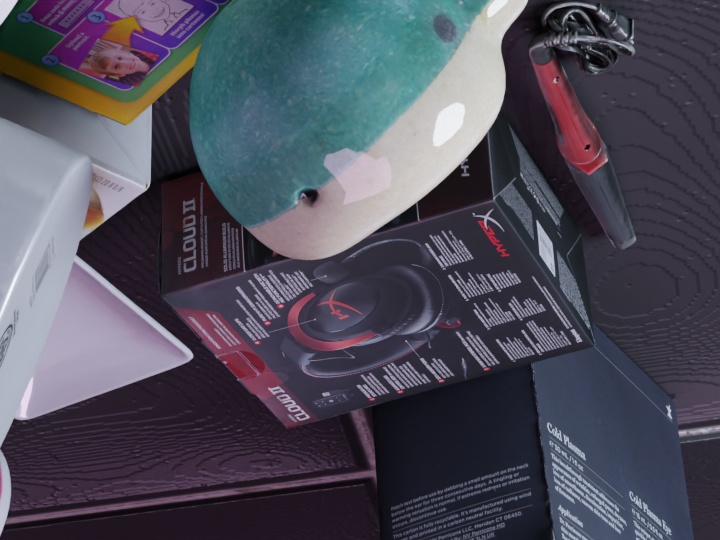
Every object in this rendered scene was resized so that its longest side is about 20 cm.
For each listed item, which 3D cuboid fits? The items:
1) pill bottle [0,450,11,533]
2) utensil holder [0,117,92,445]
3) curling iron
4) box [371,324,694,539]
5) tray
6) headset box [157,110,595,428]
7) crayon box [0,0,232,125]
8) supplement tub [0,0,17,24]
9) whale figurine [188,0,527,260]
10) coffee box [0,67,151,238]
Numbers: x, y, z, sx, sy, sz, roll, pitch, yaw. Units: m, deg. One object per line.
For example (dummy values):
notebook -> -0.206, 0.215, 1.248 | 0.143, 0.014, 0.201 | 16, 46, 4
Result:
pill bottle -> -0.298, 0.103, 1.244 | 0.113, 0.114, 0.200 | -23, 142, 27
utensil holder -> -0.226, -0.006, 0.888 | 0.199, 0.170, 0.170 | 21, 143, 0
curling iron -> 0.117, -0.064, 1.109 | 0.049, 0.026, 0.200 | -6, 146, 10
box -> 0.100, 0.125, 1.249 | 0.104, 0.183, 0.200 | -21, 142, 25
tray -> -0.174, 0.005, 1.047 | 0.107, 0.022, 0.200 | -19, 143, 22
headset box -> 0.000, 0.000, 1.150 | 0.199, 0.075, 0.149 | -17, 143, 19
crayon box -> -0.091, -0.150, 0.936 | 0.119, 0.058, 0.200 | 23, 138, -33
supplement tub -> -0.219, -0.169, 0.821 | 0.200, 0.145, 0.145 | 22, 139, -32
whale figurine -> -0.002, -0.096, 0.928 | 0.104, 0.200, 0.159 | 44, 130, -16
coffee box -> -0.203, -0.041, 1.068 | 0.114, 0.080, 0.200 | 25, 137, -34
